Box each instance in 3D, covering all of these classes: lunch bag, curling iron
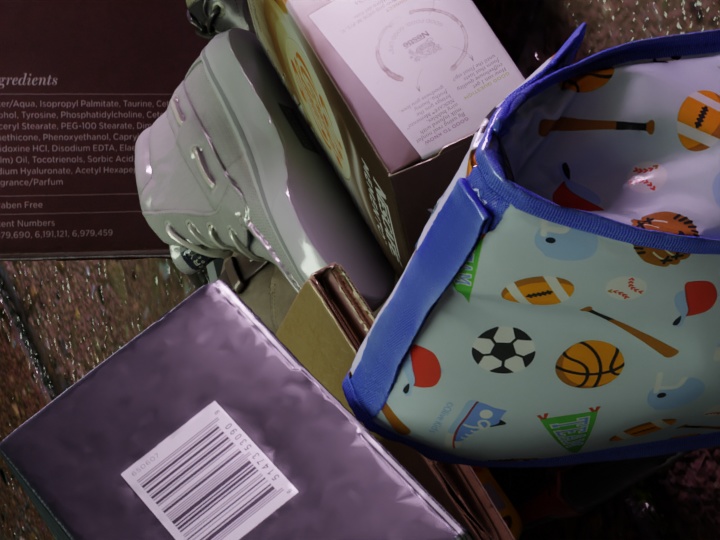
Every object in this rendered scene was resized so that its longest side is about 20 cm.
[{"bbox_3d":[0.103,-0.008,1.063,0.124,0.199,0.170,65,149,27],"label":"lunch bag"},{"bbox_3d":[0.096,0.097,1.286,0.200,0.025,0.050,-22,89,62],"label":"curling iron"}]

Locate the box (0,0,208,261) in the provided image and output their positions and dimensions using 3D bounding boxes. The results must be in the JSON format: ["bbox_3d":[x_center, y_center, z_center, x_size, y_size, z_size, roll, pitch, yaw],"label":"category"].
[{"bbox_3d":[-0.188,-0.105,1.598,0.166,0.163,0.202,1,92,63],"label":"box"}]

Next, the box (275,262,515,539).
[{"bbox_3d":[-0.005,0.115,1.288,0.164,0.021,0.200,56,147,18],"label":"box"}]

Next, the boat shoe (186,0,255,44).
[{"bbox_3d":[-0.064,-0.147,1.469,0.072,0.064,0.202,156,108,-65],"label":"boat shoe"}]

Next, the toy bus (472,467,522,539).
[{"bbox_3d":[0.015,0.157,1.382,0.078,0.065,0.200,54,150,18],"label":"toy bus"}]

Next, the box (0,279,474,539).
[{"bbox_3d":[-0.025,0.147,1.125,0.200,0.124,0.197,43,166,45],"label":"box"}]

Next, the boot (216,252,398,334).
[{"bbox_3d":[0.000,0.000,1.377,0.199,0.070,0.147,-24,66,35],"label":"boot"}]

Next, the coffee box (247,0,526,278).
[{"bbox_3d":[0.014,-0.096,1.296,0.201,0.079,0.115,59,171,36],"label":"coffee box"}]

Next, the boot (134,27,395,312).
[{"bbox_3d":[-0.053,-0.026,1.357,0.096,0.073,0.201,-47,42,22],"label":"boot"}]

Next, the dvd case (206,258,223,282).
[{"bbox_3d":[-0.026,0.029,1.504,0.200,0.025,0.151,-33,68,59],"label":"dvd case"}]
